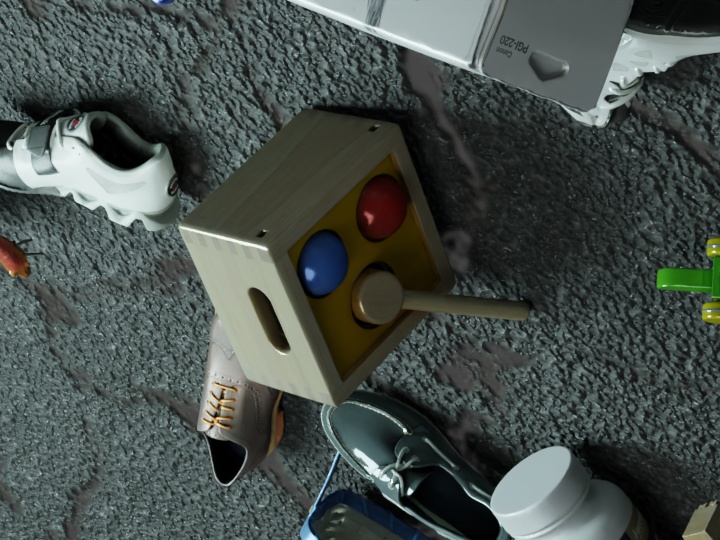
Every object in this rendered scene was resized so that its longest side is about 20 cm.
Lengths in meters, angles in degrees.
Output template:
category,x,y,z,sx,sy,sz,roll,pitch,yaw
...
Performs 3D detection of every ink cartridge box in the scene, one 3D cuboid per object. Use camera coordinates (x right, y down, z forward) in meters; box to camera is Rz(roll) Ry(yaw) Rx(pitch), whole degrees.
category,x,y,z,sx,sy,sz,roll,pitch,yaw
ink cartridge box,0.053,-0.179,1.438,0.200,0.145,0.085,28,99,37

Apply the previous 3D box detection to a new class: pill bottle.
category,x,y,z,sx,sy,sz,roll,pitch,yaw
pill bottle,0.196,0.245,1.846,0.111,0.111,0.200,-18,118,45

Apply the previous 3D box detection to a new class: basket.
category,x,y,z,sx,sy,sz,roll,pitch,yaw
basket,0.031,0.250,1.965,0.176,0.139,0.201,29,106,7

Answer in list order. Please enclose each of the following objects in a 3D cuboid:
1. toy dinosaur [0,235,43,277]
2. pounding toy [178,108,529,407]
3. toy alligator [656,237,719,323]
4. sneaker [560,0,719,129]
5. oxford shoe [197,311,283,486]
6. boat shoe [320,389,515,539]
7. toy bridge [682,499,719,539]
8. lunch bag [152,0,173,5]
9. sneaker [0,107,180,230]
category,x,y,z,sx,sy,sz,roll,pitch,yaw
toy dinosaur,-0.348,-0.023,1.940,0.105,0.199,0.182,64,178,-17
pounding toy,0.000,0.000,1.710,0.142,0.184,0.201,14,137,42
toy alligator,0.307,0.008,1.581,0.199,0.060,0.054,-2,170,36
sneaker,0.190,-0.152,1.502,0.200,0.076,0.116,11,144,38
oxford shoe,-0.107,0.110,1.961,0.071,0.073,0.201,17,137,22
boat shoe,0.050,0.169,1.886,0.200,0.073,0.062,39,-177,6
toy bridge,0.339,0.255,1.787,0.200,0.067,0.027,46,140,-14
lunch bag,-0.129,-0.314,1.513,0.200,0.127,0.170,50,140,1
sneaker,-0.242,-0.105,1.850,0.199,0.074,0.089,15,138,9
